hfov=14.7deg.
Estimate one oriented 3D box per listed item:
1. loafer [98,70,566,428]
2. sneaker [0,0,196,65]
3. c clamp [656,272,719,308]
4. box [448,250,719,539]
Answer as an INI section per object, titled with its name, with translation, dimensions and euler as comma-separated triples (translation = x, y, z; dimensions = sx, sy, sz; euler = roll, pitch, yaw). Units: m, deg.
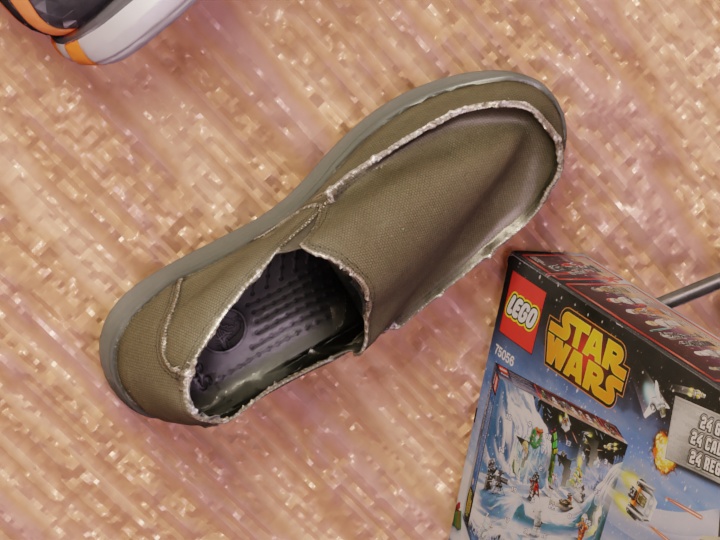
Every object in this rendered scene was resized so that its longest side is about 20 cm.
[loafer]
translation = 0.000, 0.000, 1.037
dimensions = 0.200, 0.070, 0.075
euler = -36, 120, -7
[sneaker]
translation = -0.060, -0.170, 0.940
dimensions = 0.200, 0.078, 0.112
euler = -46, 122, -2
[c clamp]
translation = 0.191, 0.069, 1.177
dimensions = 0.171, 0.027, 0.200
euler = -25, 118, -21
[box]
translation = 0.108, 0.089, 1.045
dimensions = 0.040, 0.200, 0.137
euler = 1, 110, -30
